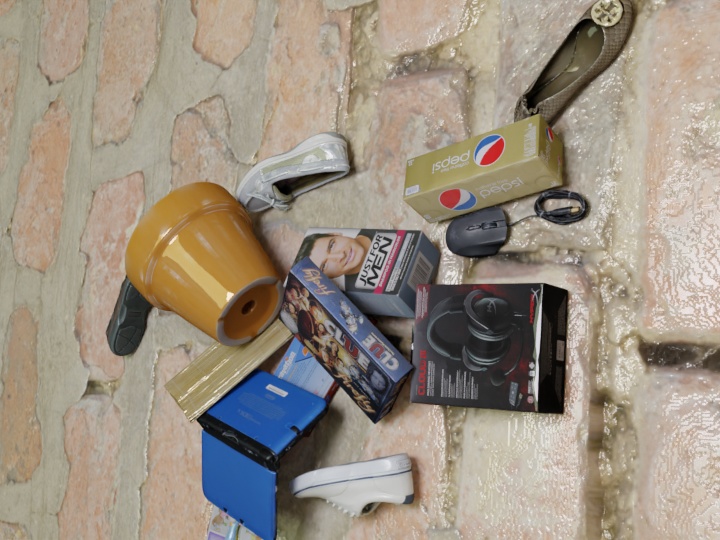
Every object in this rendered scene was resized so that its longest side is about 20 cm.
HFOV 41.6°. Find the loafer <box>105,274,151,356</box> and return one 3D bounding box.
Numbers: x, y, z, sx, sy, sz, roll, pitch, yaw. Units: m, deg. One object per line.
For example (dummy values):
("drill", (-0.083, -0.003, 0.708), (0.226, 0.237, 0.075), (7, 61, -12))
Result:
("loafer", (-0.382, 0.043, 1.591), (0.063, 0.071, 0.202), (36, 106, 42))

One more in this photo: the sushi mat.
("sushi mat", (-0.193, 0.132, 1.397), (0.199, 0.012, 0.096), (-41, 44, -9))

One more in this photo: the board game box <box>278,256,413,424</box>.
("board game box", (-0.024, 0.093, 1.238), (0.200, 0.034, 0.136), (46, 151, 16))

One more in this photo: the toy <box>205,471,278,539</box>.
("toy", (-0.184, 0.335, 1.393), (0.114, 0.047, 0.203), (8, 87, 38))

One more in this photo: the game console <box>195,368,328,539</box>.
("game console", (-0.137, 0.252, 1.331), (0.170, 0.119, 0.199), (-41, 32, -25))

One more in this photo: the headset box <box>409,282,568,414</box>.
("headset box", (0.147, 0.094, 1.162), (0.198, 0.077, 0.151), (0, 82, 36))

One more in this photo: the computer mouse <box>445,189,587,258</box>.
("computer mouse", (0.188, -0.061, 1.185), (0.198, 0.034, 0.060), (-18, 70, 34))

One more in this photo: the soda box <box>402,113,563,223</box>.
("soda box", (0.153, -0.124, 1.194), (0.198, 0.068, 0.065), (-15, 54, 35))

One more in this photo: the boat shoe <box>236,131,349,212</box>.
("boat shoe", (-0.101, -0.133, 1.401), (0.200, 0.074, 0.066), (-25, 63, 25))

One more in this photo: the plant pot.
("plant pot", (-0.212, 0.005, 1.388), (0.183, 0.199, 0.201), (42, 107, 28))

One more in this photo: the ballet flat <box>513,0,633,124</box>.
("ballet flat", (0.255, -0.253, 1.159), (0.201, 0.046, 0.068), (-50, 57, 20))

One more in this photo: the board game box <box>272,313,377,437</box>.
("board game box", (-0.060, 0.125, 1.353), (0.103, 0.019, 0.202), (41, 107, 35))

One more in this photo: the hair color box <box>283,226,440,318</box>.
("hair color box", (0.000, 0.000, 1.284), (0.198, 0.061, 0.100), (3, 60, 39))

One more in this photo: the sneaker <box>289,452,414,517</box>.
("sneaker", (-0.015, 0.292, 1.255), (0.198, 0.073, 0.072), (-19, 77, 38))
